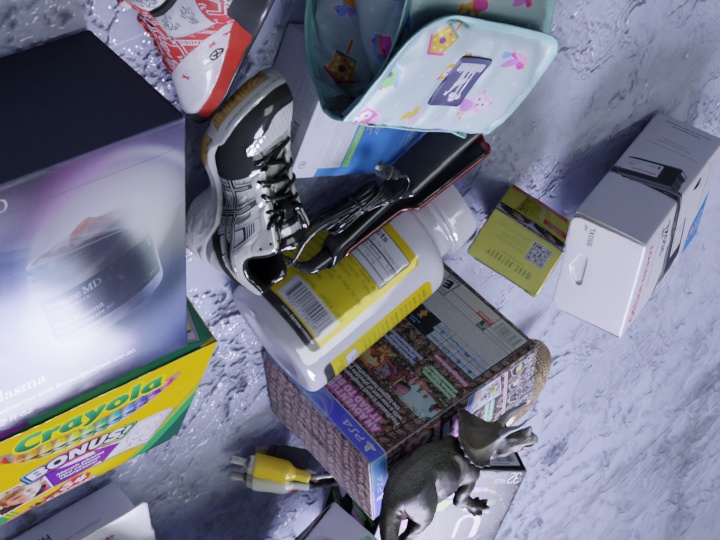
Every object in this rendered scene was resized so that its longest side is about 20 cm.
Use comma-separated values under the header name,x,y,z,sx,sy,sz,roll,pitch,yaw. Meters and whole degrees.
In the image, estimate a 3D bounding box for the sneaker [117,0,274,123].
name,x,y,z,sx,sy,sz,roll,pitch,yaw
sneaker,-0.117,-0.169,0.799,0.067,0.108,0.201,-66,-171,-21

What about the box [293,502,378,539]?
name,x,y,z,sx,sy,sz,roll,pitch,yaw
box,-0.079,0.350,1.223,0.200,0.097,0.177,-46,176,-43

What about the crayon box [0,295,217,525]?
name,x,y,z,sx,sy,sz,roll,pitch,yaw
crayon box,-0.218,0.110,0.930,0.200,0.058,0.173,-25,162,-30

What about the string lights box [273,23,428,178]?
name,x,y,z,sx,sy,sz,roll,pitch,yaw
string lights box,0.017,-0.133,0.993,0.200,0.059,0.103,-7,130,-45

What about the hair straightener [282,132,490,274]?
name,x,y,z,sx,sy,sz,roll,pitch,yaw
hair straightener,0.012,-0.065,0.984,0.200,0.041,0.077,-34,150,-4

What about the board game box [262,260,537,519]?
name,x,y,z,sx,sy,sz,roll,pitch,yaw
board game box,0.038,0.101,1.170,0.200,0.159,0.097,-31,144,-22

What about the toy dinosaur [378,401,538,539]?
name,x,y,z,sx,sy,sz,roll,pitch,yaw
toy dinosaur,0.057,0.185,1.086,0.200,0.077,0.102,-28,132,-18

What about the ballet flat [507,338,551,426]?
name,x,y,z,sx,sy,sz,roll,pitch,yaw
ballet flat,0.144,0.159,1.430,0.200,0.070,0.065,-51,167,2

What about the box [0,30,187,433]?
name,x,y,z,sx,sy,sz,roll,pitch,yaw
box,-0.221,-0.015,0.787,0.200,0.123,0.199,-26,140,-31

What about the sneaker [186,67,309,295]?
name,x,y,z,sx,sy,sz,roll,pitch,yaw
sneaker,-0.067,-0.060,0.907,0.076,0.088,0.200,-40,164,-33

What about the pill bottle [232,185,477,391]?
name,x,y,z,sx,sy,sz,roll,pitch,yaw
pill bottle,0.000,0.000,1.064,0.200,0.111,0.111,-39,146,-12

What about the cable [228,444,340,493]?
name,x,y,z,sx,sy,sz,roll,pitch,yaw
cable,-0.026,0.208,1.215,0.097,0.199,0.050,74,30,-65

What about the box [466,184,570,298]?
name,x,y,z,sx,sy,sz,roll,pitch,yaw
box,0.150,-0.031,1.159,0.050,0.075,0.200,-58,175,14

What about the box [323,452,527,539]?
name,x,y,z,sx,sy,sz,roll,pitch,yaw
box,0.062,0.241,1.336,0.148,0.124,0.200,4,126,-22

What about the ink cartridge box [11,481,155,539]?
name,x,y,z,sx,sy,sz,roll,pitch,yaw
ink cartridge box,-0.242,0.267,1.104,0.116,0.068,0.200,-29,144,-28

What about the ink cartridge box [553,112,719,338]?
name,x,y,z,sx,sy,sz,roll,pitch,yaw
ink cartridge box,0.295,-0.049,1.331,0.200,0.084,0.145,-46,152,-36

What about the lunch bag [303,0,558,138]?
name,x,y,z,sx,sy,sz,roll,pitch,yaw
lunch bag,0.055,-0.194,0.880,0.170,0.122,0.201,-4,107,-46
